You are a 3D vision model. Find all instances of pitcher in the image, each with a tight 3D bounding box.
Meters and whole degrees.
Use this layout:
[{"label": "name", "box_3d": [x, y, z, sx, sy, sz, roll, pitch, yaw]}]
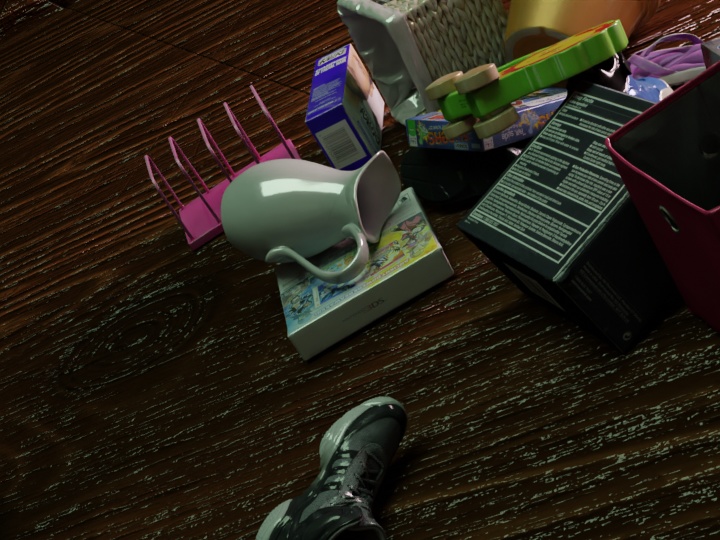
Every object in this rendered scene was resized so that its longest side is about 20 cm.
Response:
[{"label": "pitcher", "box_3d": [-0.067, -0.054, 1.603, 0.198, 0.122, 0.173, -5, 49, 27]}]

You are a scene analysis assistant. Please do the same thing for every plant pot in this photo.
[{"label": "plant pot", "box_3d": [0.266, -0.329, 1.719, 0.199, 0.200, 0.185, -2, 55, 46]}]

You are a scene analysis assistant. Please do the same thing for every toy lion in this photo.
[{"label": "toy lion", "box_3d": [0.180, -0.208, 1.441, 0.190, 0.069, 0.200, -28, 9, -9]}]

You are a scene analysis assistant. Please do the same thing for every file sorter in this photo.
[{"label": "file sorter", "box_3d": [-0.198, -0.154, 1.981, 0.199, 0.126, 0.139, -32, 27, 1]}]

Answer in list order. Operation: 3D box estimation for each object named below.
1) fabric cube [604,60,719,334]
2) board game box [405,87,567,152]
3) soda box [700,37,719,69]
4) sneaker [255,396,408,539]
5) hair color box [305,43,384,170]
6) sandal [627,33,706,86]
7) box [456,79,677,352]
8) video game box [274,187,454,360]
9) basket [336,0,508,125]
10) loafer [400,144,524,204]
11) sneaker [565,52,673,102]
[{"label": "fabric cube", "box_3d": [0.354, -0.054, 1.137, 0.199, 0.200, 0.196, -33, 27, -1]}, {"label": "board game box", "box_3d": [0.171, -0.182, 1.635, 0.199, 0.035, 0.135, -19, 18, -34]}, {"label": "soda box", "box_3d": [0.406, -0.202, 1.414, 0.069, 0.064, 0.200, -16, 15, 8]}, {"label": "sneaker", "box_3d": [-0.001, 0.205, 1.234, 0.200, 0.076, 0.113, -50, 32, -19]}, {"label": "hair color box", "box_3d": [-0.019, -0.221, 1.916, 0.064, 0.110, 0.201, -24, 29, 16]}, {"label": "sandal", "box_3d": [0.364, -0.252, 1.617, 0.201, 0.050, 0.083, -6, 35, 45]}, {"label": "box", "box_3d": [0.233, -0.057, 1.322, 0.199, 0.123, 0.200, -50, 29, -2]}, {"label": "video game box", "box_3d": [0.000, 0.000, 1.600, 0.199, 0.047, 0.183, -30, 24, 6]}, {"label": "basket", "box_3d": [0.099, -0.301, 1.823, 0.160, 0.201, 0.198, -34, 27, -8]}, {"label": "loafer", "box_3d": [0.132, -0.117, 1.642, 0.072, 0.074, 0.199, -9, 12, -43]}, {"label": "sneaker", "box_3d": [0.283, -0.203, 1.520, 0.077, 0.111, 0.200, -37, 10, 27]}]
